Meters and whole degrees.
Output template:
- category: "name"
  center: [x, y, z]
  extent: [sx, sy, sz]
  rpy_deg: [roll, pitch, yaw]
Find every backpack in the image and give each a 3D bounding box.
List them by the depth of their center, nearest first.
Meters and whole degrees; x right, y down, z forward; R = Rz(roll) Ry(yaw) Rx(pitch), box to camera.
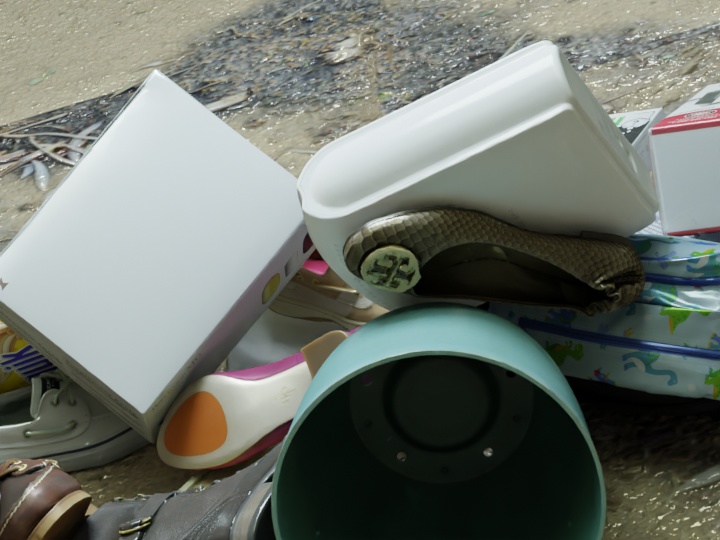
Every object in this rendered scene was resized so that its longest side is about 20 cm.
- category: "backpack"
  center: [0.188, 0.036, 1.662]
  extent: [0.200, 0.154, 0.163]
  rpy_deg: [28, 10, 39]

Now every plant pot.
- category: "plant pot"
  center: [0.049, 0.112, 1.562]
  extent: [0.200, 0.201, 0.161]
  rpy_deg: [-15, 19, 7]

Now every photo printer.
- category: "photo printer"
  center: [0.068, -0.047, 1.583]
  extent: [0.199, 0.166, 0.070]
  rpy_deg: [-25, 55, 15]

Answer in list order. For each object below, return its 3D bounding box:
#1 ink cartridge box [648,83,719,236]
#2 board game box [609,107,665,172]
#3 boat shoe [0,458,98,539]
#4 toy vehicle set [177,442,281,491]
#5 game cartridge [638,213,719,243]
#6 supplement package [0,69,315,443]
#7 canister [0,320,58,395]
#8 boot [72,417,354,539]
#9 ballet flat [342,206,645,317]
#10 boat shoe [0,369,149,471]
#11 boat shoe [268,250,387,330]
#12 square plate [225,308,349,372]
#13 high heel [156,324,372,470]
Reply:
- category: "ink cartridge box"
  center: [0.302, -0.090, 1.816]
  extent: [0.146, 0.083, 0.200]
  rpy_deg: [-7, 10, 20]
- category: "board game box"
  center: [0.127, -0.073, 1.942]
  extent: [0.199, 0.035, 0.126]
  rpy_deg: [-6, 26, 33]
- category: "boat shoe"
  center: [-0.219, 0.158, 1.669]
  extent: [0.070, 0.070, 0.200]
  rpy_deg: [-47, -3, -9]
- category: "toy vehicle set"
  center: [-0.080, 0.173, 1.700]
  extent: [0.124, 0.027, 0.200]
  rpy_deg: [6, 36, 39]
- category: "game cartridge"
  center: [0.184, -0.011, 1.866]
  extent: [0.133, 0.041, 0.200]
  rpy_deg: [-26, 28, -22]
- category: "supplement package"
  center: [-0.145, -0.008, 1.792]
  extent: [0.156, 0.111, 0.200]
  rpy_deg: [37, 79, 9]
- category: "canister"
  center: [-0.228, 0.037, 1.916]
  extent: [0.199, 0.149, 0.087]
  rpy_deg: [-21, 59, -8]
- category: "boot"
  center: [-0.100, 0.152, 1.654]
  extent: [0.174, 0.069, 0.200]
  rpy_deg: [-11, 20, 32]
- category: "ballet flat"
  center: [0.085, 0.001, 1.550]
  extent: [0.199, 0.067, 0.047]
  rpy_deg: [6, 53, -22]
- category: "boat shoe"
  center: [-0.227, 0.109, 1.864]
  extent: [0.199, 0.067, 0.074]
  rpy_deg: [-21, 28, -4]
- category: "boat shoe"
  center: [0.000, 0.000, 1.860]
  extent: [0.199, 0.069, 0.074]
  rpy_deg: [4, 35, 37]
- category: "square plate"
  center: [-0.004, 0.035, 1.906]
  extent: [0.197, 0.029, 0.200]
  rpy_deg: [-15, 27, 8]
- category: "high heel"
  center: [-0.048, 0.089, 1.743]
  extent: [0.200, 0.068, 0.096]
  rpy_deg: [-35, -24, 30]
